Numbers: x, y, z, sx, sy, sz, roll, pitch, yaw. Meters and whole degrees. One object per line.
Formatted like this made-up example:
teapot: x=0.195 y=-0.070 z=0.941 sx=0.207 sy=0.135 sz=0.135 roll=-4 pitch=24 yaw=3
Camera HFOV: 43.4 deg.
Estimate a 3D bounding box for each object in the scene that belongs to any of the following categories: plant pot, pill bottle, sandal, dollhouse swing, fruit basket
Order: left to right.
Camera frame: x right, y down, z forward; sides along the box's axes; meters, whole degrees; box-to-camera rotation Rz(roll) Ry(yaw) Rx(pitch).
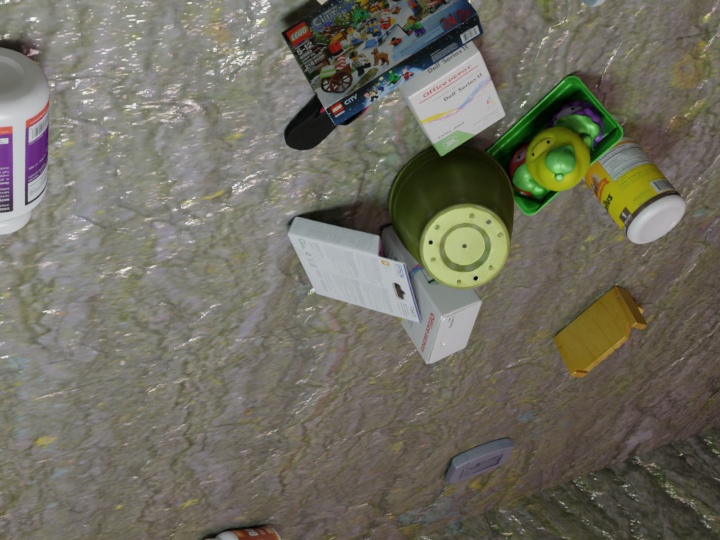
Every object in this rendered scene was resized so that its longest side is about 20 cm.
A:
pill bottle: x=-0.400 y=-0.135 z=0.988 sx=0.112 sy=0.113 sz=0.200 roll=-10 pitch=144 yaw=-28
pill bottle: x=-0.299 y=0.702 z=2.249 sx=0.199 sy=0.112 sz=0.112 roll=9 pitch=132 yaw=-45
sandal: x=-0.025 y=-0.217 z=1.204 sx=0.075 sy=0.045 sz=0.200 roll=14 pitch=135 yaw=-41
plant pot: x=0.145 y=-0.066 z=1.352 sx=0.199 sy=0.193 sz=0.201 roll=0 pitch=113 yaw=0
fruit basket: x=0.299 y=-0.187 z=1.412 sx=0.215 sy=0.156 sz=0.216 roll=-31 pitch=162 yaw=-12
dollhouse swing: x=0.598 y=0.166 z=2.150 sx=0.175 sy=0.182 sz=0.200 roll=31 pitch=117 yaw=-32
pill bottle: x=0.453 y=-0.150 z=1.544 sx=0.109 sy=0.200 sz=0.109 roll=-20 pitch=147 yaw=-14

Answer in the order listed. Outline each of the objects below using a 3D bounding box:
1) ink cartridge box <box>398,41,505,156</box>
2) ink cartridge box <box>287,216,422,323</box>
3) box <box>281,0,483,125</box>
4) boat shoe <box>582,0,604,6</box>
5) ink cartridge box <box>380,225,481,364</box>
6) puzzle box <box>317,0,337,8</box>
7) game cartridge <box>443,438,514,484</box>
ink cartridge box: x=0.117 y=-0.258 z=1.256 sx=0.117 sy=0.067 sz=0.200 roll=-33 pitch=148 yaw=7
ink cartridge box: x=0.000 y=0.000 z=1.439 sx=0.197 sy=0.199 sz=0.043 roll=70 pitch=38 yaw=-58
box: x=0.022 y=-0.274 z=1.046 sx=0.199 sy=0.137 sz=0.038 roll=-32 pitch=150 yaw=4
boat shoe: x=0.354 y=-0.437 z=1.182 sx=0.090 sy=0.071 sz=0.201 roll=-12 pitch=143 yaw=-18
ink cartridge box: x=0.109 y=0.033 z=1.533 sx=0.084 sy=0.200 sz=0.145 roll=-20 pitch=148 yaw=-21
puzzle box: x=0.020 y=-0.349 z=1.092 sx=0.133 sy=0.025 sz=0.200 roll=-39 pitch=147 yaw=15
game cartridge: x=0.341 y=0.545 z=2.597 sx=0.199 sy=0.041 sz=0.133 roll=-15 pitch=149 yaw=-22
